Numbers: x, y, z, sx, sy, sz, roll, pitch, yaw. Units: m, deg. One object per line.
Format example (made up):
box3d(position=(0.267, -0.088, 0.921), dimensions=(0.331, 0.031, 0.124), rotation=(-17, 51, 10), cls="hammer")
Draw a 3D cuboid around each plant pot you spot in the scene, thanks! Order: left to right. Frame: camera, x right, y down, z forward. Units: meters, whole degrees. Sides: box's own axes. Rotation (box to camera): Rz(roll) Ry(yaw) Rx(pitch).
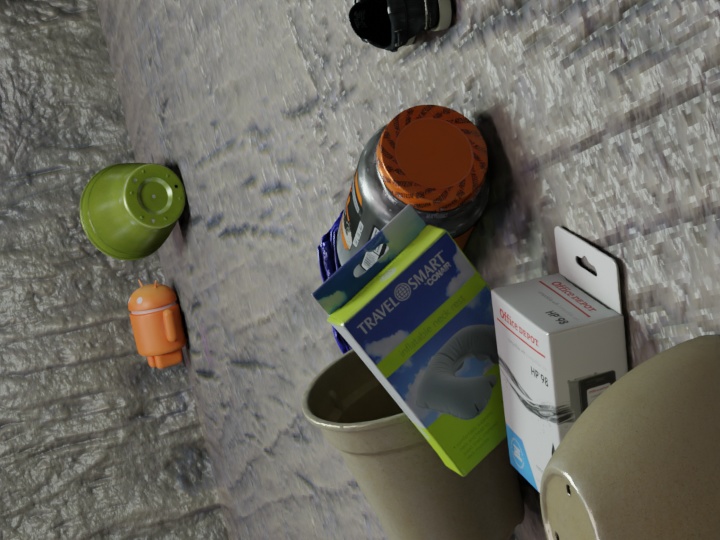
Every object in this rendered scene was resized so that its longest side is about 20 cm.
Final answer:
box3d(position=(-0.439, -0.132, 2.990), dimensions=(0.193, 0.199, 0.202), rotation=(-15, 88, 63), cls="plant pot")
box3d(position=(0.068, 0.171, 1.416), dimensions=(0.185, 0.199, 0.200), rotation=(69, 168, -19), cls="plant pot")
box3d(position=(0.198, 0.157, 0.989), dimensions=(0.200, 0.133, 0.202), rotation=(165, 90, -75), cls="plant pot")

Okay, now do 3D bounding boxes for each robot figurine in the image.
box3d(position=(-0.460, 0.118, 3.375), dimensions=(0.144, 0.116, 0.202), rotation=(-69, -32, -78), cls="robot figurine")

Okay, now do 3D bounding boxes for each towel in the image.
box3d(position=(0.000, 0.000, 1.564), dimensions=(0.200, 0.049, 0.149), rotation=(-54, -43, -70), cls="towel")

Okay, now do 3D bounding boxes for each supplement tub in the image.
box3d(position=(0.049, -0.060, 1.362), dimensions=(0.200, 0.122, 0.123), rotation=(110, 144, -63), cls="supplement tub")

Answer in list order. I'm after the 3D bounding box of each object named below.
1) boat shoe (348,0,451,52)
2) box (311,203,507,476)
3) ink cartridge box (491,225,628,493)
box3d(position=(0.023, -0.240, 1.401), dimensions=(0.199, 0.066, 0.075), rotation=(-150, 48, -70), cls="boat shoe")
box3d(position=(0.066, 0.059, 1.262), dimensions=(0.200, 0.122, 0.048), rotation=(51, 169, -18), cls="box")
box3d(position=(0.159, 0.078, 1.186), dimensions=(0.116, 0.066, 0.202), rotation=(-138, 37, -66), cls="ink cartridge box")
